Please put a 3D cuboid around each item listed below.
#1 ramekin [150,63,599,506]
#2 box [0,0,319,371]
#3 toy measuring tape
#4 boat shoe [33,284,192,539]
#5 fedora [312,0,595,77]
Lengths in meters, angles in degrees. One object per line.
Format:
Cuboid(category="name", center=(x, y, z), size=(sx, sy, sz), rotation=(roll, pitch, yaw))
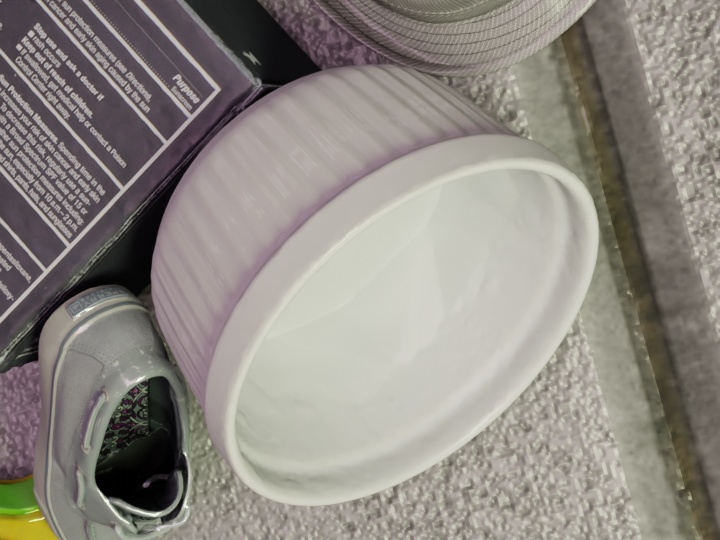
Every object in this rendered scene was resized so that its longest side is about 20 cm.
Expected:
Cuboid(category="ramekin", center=(0.000, 0.000, 0.801), size=(0.200, 0.200, 0.105), rotation=(-51, 54, 15))
Cuboid(category="box", center=(-0.157, -0.092, 0.869), size=(0.198, 0.123, 0.200), rotation=(-44, 82, 17))
Cuboid(category="toy measuring tape", center=(-0.186, 0.117, 0.928), size=(0.074, 0.074, 0.200), rotation=(34, 105, 12))
Cuboid(category="boat shoe", center=(-0.117, 0.096, 0.858), size=(0.072, 0.070, 0.201), rotation=(51, 152, 34))
Cuboid(category="fedora", center=(0.028, -0.192, 0.828), size=(0.177, 0.090, 0.200), rotation=(-34, 85, 17))
